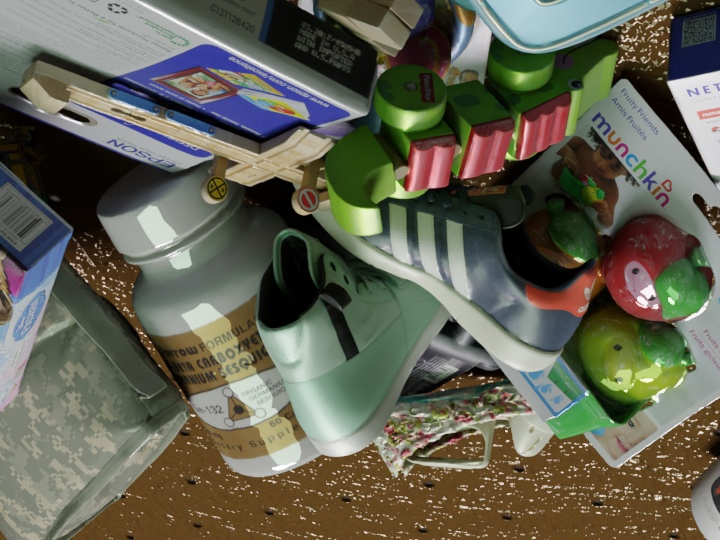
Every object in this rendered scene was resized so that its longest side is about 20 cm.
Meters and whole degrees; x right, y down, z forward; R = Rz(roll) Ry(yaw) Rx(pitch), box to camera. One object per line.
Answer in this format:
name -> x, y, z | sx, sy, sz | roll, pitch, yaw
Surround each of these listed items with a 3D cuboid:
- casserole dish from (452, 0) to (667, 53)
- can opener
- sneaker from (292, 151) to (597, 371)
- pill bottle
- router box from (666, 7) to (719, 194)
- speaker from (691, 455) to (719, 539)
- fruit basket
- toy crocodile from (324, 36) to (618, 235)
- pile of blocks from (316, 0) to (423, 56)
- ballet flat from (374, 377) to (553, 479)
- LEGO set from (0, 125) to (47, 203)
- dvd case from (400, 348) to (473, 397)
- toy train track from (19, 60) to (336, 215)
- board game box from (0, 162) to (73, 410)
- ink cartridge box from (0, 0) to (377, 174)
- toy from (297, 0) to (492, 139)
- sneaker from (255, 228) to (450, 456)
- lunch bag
casserole dish -> 0.121, -0.174, 0.753 | 0.198, 0.039, 0.121 | -23, 129, 29
can opener -> 0.019, 0.017, 1.055 | 0.198, 0.064, 0.079 | 23, 145, -16
sneaker -> 0.053, -0.031, 0.901 | 0.199, 0.075, 0.085 | 35, 116, 1
pill bottle -> -0.083, 0.022, 0.980 | 0.113, 0.115, 0.202 | -14, 117, 32
router box -> 0.292, -0.084, 0.843 | 0.198, 0.049, 0.180 | -9, 140, 27
speaker -> 0.320, 0.140, 1.125 | 0.080, 0.082, 0.201 | 16, 146, -6
fruit basket -> 0.156, 0.012, 0.935 | 0.186, 0.093, 0.200 | 52, 142, 5
toy crocodile -> 0.064, -0.079, 0.831 | 0.198, 0.062, 0.068 | -22, 143, -26
pile of blocks -> 0.017, -0.192, 0.716 | 0.062, 0.082, 0.202 | 27, 141, 39
ballet flat -> 0.101, 0.114, 1.144 | 0.198, 0.065, 0.075 | -15, 164, 21
LEGO set -> -0.300, -0.054, 1.043 | 0.152, 0.117, 0.201 | -11, 156, -21
dvd case -> -0.032, 0.052, 1.150 | 0.198, 0.016, 0.149 | 24, 151, -18
toy train track -> -0.089, -0.062, 0.821 | 0.198, 0.033, 0.114 | 20, 163, -27
board game box -> -0.267, -0.025, 0.874 | 0.199, 0.043, 0.199 | 41, 144, 5
ink cartridge box -> -0.124, -0.117, 0.794 | 0.196, 0.048, 0.199 | 22, 163, -34
toy -> 0.017, -0.125, 0.868 | 0.113, 0.048, 0.201 | 8, 146, 3
sneaker -> 0.000, 0.000, 0.935 | 0.073, 0.202, 0.119 | -6, 129, 28
lunch bag -> -0.204, 0.075, 1.018 | 0.164, 0.117, 0.200 | 49, 137, 4
